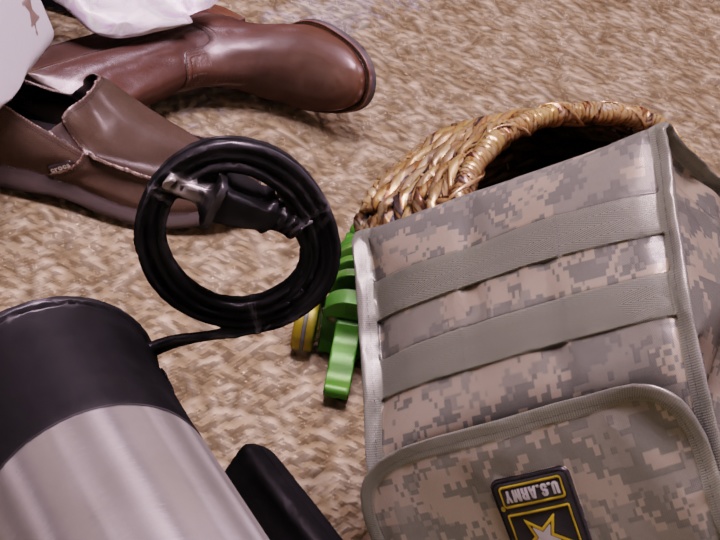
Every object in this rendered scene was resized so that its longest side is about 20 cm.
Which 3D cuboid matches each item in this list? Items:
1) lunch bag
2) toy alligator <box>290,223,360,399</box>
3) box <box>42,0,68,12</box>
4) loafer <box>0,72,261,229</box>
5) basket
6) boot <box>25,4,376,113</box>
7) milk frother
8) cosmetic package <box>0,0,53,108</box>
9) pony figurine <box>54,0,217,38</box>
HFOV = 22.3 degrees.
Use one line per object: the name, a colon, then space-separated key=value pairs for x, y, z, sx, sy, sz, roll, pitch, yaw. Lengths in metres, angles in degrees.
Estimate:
lunch bag: x=0.090 y=0.064 z=0.786 sx=0.117 sy=0.164 sz=0.201 roll=30 pitch=49 yaw=-50
toy alligator: x=0.000 y=0.000 z=1.042 sx=0.059 sy=0.054 sz=0.200 roll=12 pitch=31 yaw=1
box: x=-0.235 y=-0.288 z=1.390 sx=0.199 sy=0.104 sz=0.182 roll=18 pitch=32 yaw=11
loafer: x=-0.157 y=-0.078 z=1.103 sx=0.199 sy=0.071 sz=0.073 roll=10 pitch=31 yaw=-3
basket: x=0.116 y=-0.018 z=0.981 sx=0.149 sy=0.143 sz=0.200 roll=0 pitch=16 yaw=46
boot: x=-0.116 y=-0.122 z=1.195 sx=0.186 sy=0.065 sz=0.200 roll=17 pitch=25 yaw=35
milk frother: x=-0.071 y=0.071 z=0.763 sx=0.180 sy=0.201 sz=0.188 roll=-5 pitch=35 yaw=-30
cosmetic package: x=-0.307 y=-0.146 z=1.007 sx=0.199 sy=0.167 sz=0.168 roll=-13 pitch=26 yaw=15
pony figurine: x=-0.213 y=-0.213 z=1.192 sx=0.193 sy=0.167 sz=0.200 roll=-27 pitch=12 yaw=-29
